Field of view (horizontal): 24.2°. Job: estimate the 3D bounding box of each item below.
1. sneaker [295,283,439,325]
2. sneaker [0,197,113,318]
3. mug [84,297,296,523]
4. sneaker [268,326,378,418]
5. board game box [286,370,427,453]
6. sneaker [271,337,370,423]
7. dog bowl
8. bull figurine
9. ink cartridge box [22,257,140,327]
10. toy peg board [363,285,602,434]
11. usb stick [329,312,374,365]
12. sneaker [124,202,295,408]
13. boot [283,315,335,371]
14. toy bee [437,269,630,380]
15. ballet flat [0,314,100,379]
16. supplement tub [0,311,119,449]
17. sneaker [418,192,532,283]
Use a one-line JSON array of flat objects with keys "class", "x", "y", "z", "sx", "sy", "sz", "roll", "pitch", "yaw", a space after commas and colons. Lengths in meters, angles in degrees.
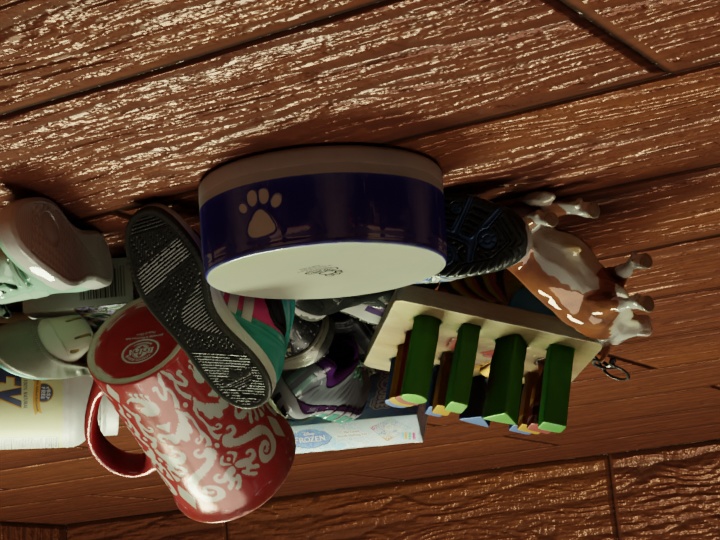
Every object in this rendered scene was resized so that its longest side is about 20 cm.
[{"class": "sneaker", "x": 0.000, "y": 0.000, "z": 1.584, "sx": 0.088, "sy": 0.076, "sz": 0.200, "roll": -25, "pitch": 164, "yaw": 29}, {"class": "sneaker", "x": -0.293, "y": -0.005, "z": 1.409, "sx": 0.118, "sy": 0.074, "sz": 0.200, "roll": -13, "pitch": 169, "yaw": 8}, {"class": "mug", "x": -0.179, "y": 0.137, "z": 1.571, "sx": 0.177, "sy": 0.133, "sz": 0.200, "roll": -31, "pitch": 131, "yaw": -2}, {"class": "sneaker", "x": -0.052, "y": 0.113, "z": 1.949, "sx": 0.200, "sy": 0.070, "sz": 0.100, "roll": -22, "pitch": -172, "yaw": -1}, {"class": "board game box", "x": -0.016, "y": 0.144, "z": 1.989, "sx": 0.199, "sy": 0.043, "sz": 0.200, "roll": -6, "pitch": -155, "yaw": 11}, {"class": "sneaker", "x": -0.018, "y": 0.106, "z": 1.719, "sx": 0.088, "sy": 0.074, "sz": 0.200, "roll": -41, "pitch": 166, "yaw": 18}, {"class": "dog bowl", "x": -0.030, "y": -0.035, "z": 1.364, "sx": 0.200, "sy": 0.079, "sz": 0.200, "roll": -4, "pitch": 167, "yaw": -1}, {"class": "bull figurine", "x": 0.193, "y": 0.004, "z": 1.482, "sx": 0.200, "sy": 0.065, "sz": 0.121, "roll": 36, "pitch": 149, "yaw": -15}, {"class": "ink cartridge box", "x": -0.253, "y": 0.035, "z": 1.661, "sx": 0.109, "sy": 0.050, "sz": 0.200, "roll": -5, "pitch": 166, "yaw": 5}, {"class": "toy peg board", "x": 0.108, "y": 0.111, "z": 1.622, "sx": 0.200, "sy": 0.098, "sz": 0.199, "roll": 13, "pitch": 157, "yaw": -5}, {"class": "usb stick", "x": -0.011, "y": 0.067, "z": 1.755, "sx": 0.055, "sy": 0.033, "sz": 0.200, "roll": 0, "pitch": 166, "yaw": 10}, {"class": "sneaker", "x": -0.121, "y": 0.009, "z": 1.463, "sx": 0.084, "sy": 0.200, "sz": 0.121, "roll": -21, "pitch": -159, "yaw": 25}, {"class": "boot", "x": -0.144, "y": 0.047, "z": 1.625, "sx": 0.204, "sy": 0.074, "sz": 0.154, "roll": -16, "pitch": 138, "yaw": 37}, {"class": "toy bee", "x": 0.182, "y": 0.022, "z": 1.682, "sx": 0.200, "sy": 0.109, "sz": 0.131, "roll": 28, "pitch": 165, "yaw": -19}, {"class": "ballet flat", "x": -0.265, "y": 0.068, "z": 1.592, "sx": 0.064, "sy": 0.067, "sz": 0.200, "roll": -39, "pitch": 153, "yaw": 21}, {"class": "supplement tub", "x": -0.356, "y": 0.115, "z": 1.764, "sx": 0.200, "sy": 0.145, "sz": 0.145, "roll": -1, "pitch": 167, "yaw": -11}, {"class": "sneaker", "x": 0.067, "y": -0.027, "z": 1.472, "sx": 0.200, "sy": 0.076, "sz": 0.077, "roll": -2, "pitch": 177, "yaw": 38}]
